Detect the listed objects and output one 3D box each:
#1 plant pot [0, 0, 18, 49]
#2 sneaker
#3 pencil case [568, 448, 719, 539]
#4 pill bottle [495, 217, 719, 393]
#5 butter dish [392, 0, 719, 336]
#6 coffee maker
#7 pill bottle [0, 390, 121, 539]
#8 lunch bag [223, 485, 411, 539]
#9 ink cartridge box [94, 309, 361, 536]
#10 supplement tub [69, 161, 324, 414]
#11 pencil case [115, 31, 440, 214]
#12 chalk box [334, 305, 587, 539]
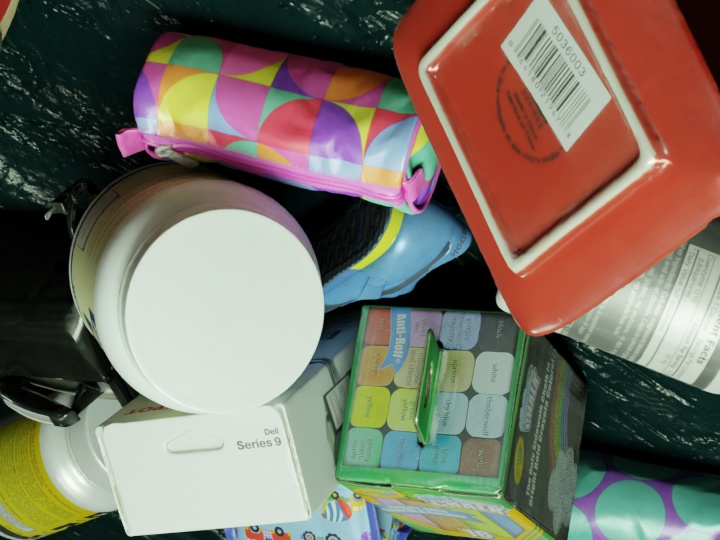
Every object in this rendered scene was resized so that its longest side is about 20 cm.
[{"bbox_3d":[-0.288,-0.205,0.925,0.180,0.202,0.201,13,142,4],"label":"plant pot"},{"bbox_3d":[0.000,0.000,1.122,0.078,0.067,0.200,19,154,-27],"label":"sneaker"},{"bbox_3d":[0.217,0.189,1.213,0.198,0.085,0.094,11,112,18],"label":"pencil case"},{"bbox_3d":[0.190,0.005,0.982,0.198,0.114,0.114,21,143,3],"label":"pill bottle"},{"bbox_3d":[0.139,-0.097,0.873,0.199,0.147,0.202,-42,67,52],"label":"butter dish"},{"bbox_3d":[-0.256,0.012,1.245,0.198,0.135,0.194,2,115,25],"label":"coffee maker"},{"bbox_3d":[-0.245,0.158,1.405,0.114,0.115,0.199,41,141,-22],"label":"pill bottle"},{"bbox_3d":[-0.048,0.134,1.303,0.149,0.094,0.202,4,128,27],"label":"lunch bag"},{"bbox_3d":[-0.071,0.103,1.146,0.144,0.200,0.085,-9,103,24],"label":"ink cartridge box"},{"bbox_3d":[-0.107,0.010,1.060,0.145,0.146,0.200,38,177,-18],"label":"supplement tub"},{"bbox_3d":[-0.046,-0.090,1.022,0.198,0.089,0.089,10,141,16],"label":"pencil case"},{"bbox_3d":[0.063,0.100,1.106,0.122,0.126,0.200,3,160,25],"label":"chalk box"}]
